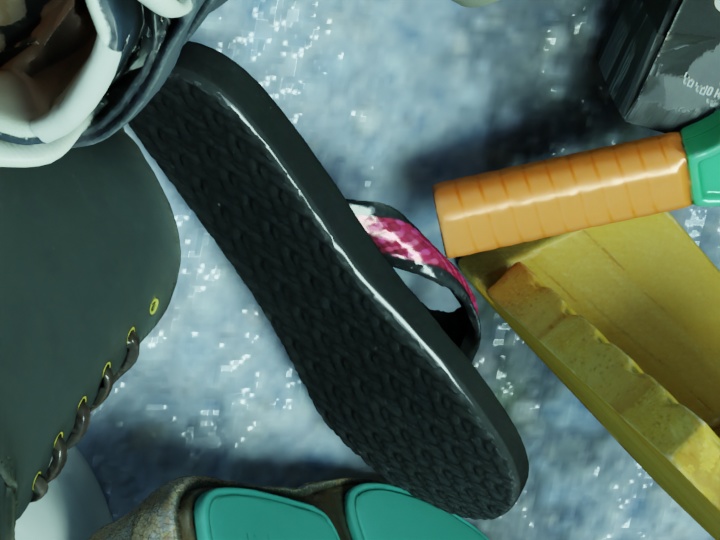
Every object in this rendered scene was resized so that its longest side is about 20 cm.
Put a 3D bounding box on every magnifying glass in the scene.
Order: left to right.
[{"bbox_3d":[0.122,-0.036,0.816,0.199,0.022,0.080,-11,129,3],"label":"magnifying glass"}]

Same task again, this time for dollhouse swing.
[{"bbox_3d":[0.176,0.024,0.824,0.176,0.200,0.182,-44,123,0],"label":"dollhouse swing"}]

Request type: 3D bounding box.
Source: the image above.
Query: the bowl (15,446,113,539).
[{"bbox_3d":[-0.155,0.129,0.787,0.200,0.090,0.202,-9,115,-21],"label":"bowl"}]

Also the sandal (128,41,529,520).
[{"bbox_3d":[0.000,0.000,0.815,0.045,0.075,0.200,-52,121,-32],"label":"sandal"}]

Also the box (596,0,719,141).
[{"bbox_3d":[0.195,-0.099,0.830,0.199,0.050,0.158,15,118,-17],"label":"box"}]

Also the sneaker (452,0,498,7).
[{"bbox_3d":[0.032,-0.174,0.664,0.106,0.075,0.201,21,94,-26],"label":"sneaker"}]

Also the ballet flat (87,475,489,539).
[{"bbox_3d":[-0.022,0.101,0.842,0.067,0.068,0.200,-27,153,26],"label":"ballet flat"}]

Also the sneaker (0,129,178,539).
[{"bbox_3d":[-0.097,0.044,0.726,0.106,0.075,0.201,8,77,-44],"label":"sneaker"}]

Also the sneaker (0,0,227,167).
[{"bbox_3d":[-0.075,-0.070,0.691,0.079,0.079,0.200,-53,159,26],"label":"sneaker"}]
